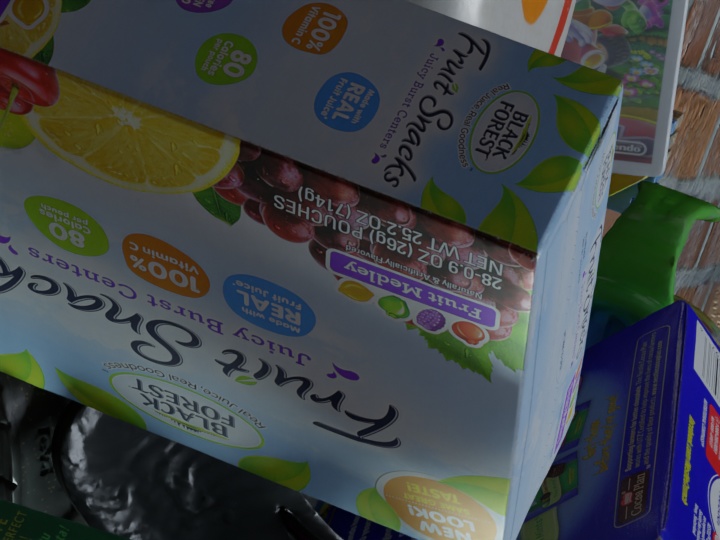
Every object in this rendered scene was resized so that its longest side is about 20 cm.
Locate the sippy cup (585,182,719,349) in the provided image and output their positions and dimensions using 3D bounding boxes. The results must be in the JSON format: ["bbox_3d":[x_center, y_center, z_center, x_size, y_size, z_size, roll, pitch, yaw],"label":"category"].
[{"bbox_3d":[0.099,0.062,1.213,0.178,0.140,0.130,-36,176,19],"label":"sippy cup"}]

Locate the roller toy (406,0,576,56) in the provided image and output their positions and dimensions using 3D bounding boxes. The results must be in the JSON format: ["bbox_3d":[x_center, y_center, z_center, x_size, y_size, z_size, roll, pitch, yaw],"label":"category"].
[{"bbox_3d":[-0.009,-0.121,0.901,0.183,0.139,0.200,86,19,-47],"label":"roller toy"}]

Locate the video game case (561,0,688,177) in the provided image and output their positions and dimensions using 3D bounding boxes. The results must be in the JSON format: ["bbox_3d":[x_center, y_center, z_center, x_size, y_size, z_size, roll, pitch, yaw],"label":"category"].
[{"bbox_3d":[0.054,-0.127,1.115,0.018,0.143,0.201,-79,174,-52],"label":"video game case"}]

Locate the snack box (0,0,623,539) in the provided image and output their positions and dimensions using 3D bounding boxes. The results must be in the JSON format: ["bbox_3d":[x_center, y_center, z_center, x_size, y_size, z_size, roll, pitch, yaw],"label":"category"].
[{"bbox_3d":[-0.035,-0.015,0.831,0.169,0.199,0.068,93,23,-57],"label":"snack box"}]

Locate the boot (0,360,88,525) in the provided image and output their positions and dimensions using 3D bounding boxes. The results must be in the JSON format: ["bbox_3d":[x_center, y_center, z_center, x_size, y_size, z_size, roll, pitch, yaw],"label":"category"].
[{"bbox_3d":[-0.071,0.068,0.998,0.131,0.070,0.200,-25,147,-28],"label":"boot"}]

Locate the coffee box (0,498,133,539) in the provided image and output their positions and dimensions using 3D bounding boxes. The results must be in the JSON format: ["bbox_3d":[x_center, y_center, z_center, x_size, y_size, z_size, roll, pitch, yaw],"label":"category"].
[{"bbox_3d":[-0.039,0.148,0.899,0.044,0.199,0.123,-66,171,-50],"label":"coffee box"}]

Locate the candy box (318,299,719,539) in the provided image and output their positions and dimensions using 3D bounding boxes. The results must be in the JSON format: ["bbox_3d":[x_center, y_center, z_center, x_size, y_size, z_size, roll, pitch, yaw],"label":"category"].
[{"bbox_3d":[0.045,0.117,1.064,0.200,0.077,0.169,-27,-160,21],"label":"candy box"}]

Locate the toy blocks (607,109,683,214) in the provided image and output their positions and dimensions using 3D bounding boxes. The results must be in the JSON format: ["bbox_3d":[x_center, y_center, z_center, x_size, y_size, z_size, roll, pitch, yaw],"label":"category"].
[{"bbox_3d":[0.087,-0.067,1.403,0.100,0.136,0.201,-30,139,-73],"label":"toy blocks"}]

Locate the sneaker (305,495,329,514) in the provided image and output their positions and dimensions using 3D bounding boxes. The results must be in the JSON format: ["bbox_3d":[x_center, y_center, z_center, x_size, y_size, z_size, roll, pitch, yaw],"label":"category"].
[{"bbox_3d":[-0.063,0.024,1.058,0.082,0.074,0.201,-24,128,-20],"label":"sneaker"}]

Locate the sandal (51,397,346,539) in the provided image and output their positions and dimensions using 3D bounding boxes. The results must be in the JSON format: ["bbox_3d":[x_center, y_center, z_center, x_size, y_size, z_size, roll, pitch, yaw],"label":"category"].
[{"bbox_3d":[-0.018,0.111,0.927,0.075,0.200,0.048,-48,-160,-7],"label":"sandal"}]
